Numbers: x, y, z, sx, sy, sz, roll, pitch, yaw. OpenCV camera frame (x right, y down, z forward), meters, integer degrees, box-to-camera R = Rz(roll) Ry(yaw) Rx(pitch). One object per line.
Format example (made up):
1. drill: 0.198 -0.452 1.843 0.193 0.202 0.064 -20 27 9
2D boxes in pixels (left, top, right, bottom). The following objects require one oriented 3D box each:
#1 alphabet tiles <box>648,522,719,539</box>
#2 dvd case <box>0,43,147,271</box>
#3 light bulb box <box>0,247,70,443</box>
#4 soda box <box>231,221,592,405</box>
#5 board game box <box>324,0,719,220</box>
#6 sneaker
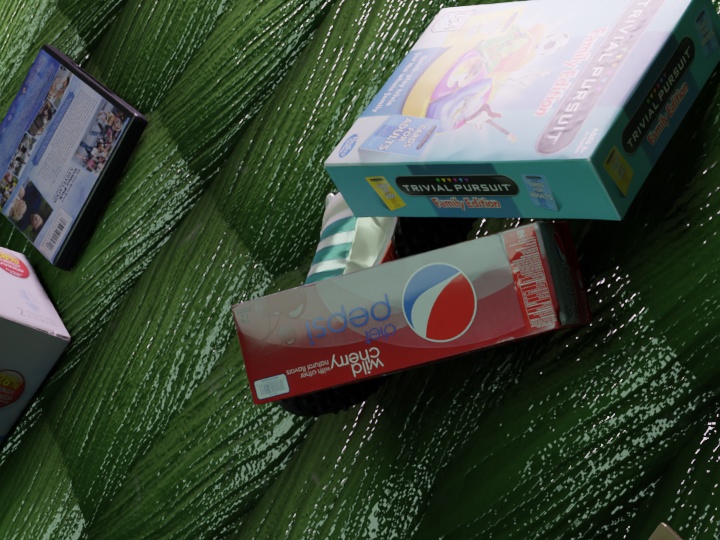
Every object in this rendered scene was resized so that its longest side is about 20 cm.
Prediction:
1. alphabet tiles: 0.145 0.213 0.822 0.200 0.006 0.166 -56 38 9
2. dvd case: -0.259 -0.100 1.560 0.200 0.018 0.143 37 100 51
3. light bulb box: -0.375 0.071 1.465 0.200 0.198 0.125 -54 43 15
4. soda box: 0.030 0.026 1.079 0.199 0.070 0.064 -15 86 21
5. board game box: 0.096 -0.098 1.083 0.199 0.047 0.151 1 46 43
6. sneaker: 0.000 -0.001 1.192 0.200 0.070 0.093 -59 33 4
